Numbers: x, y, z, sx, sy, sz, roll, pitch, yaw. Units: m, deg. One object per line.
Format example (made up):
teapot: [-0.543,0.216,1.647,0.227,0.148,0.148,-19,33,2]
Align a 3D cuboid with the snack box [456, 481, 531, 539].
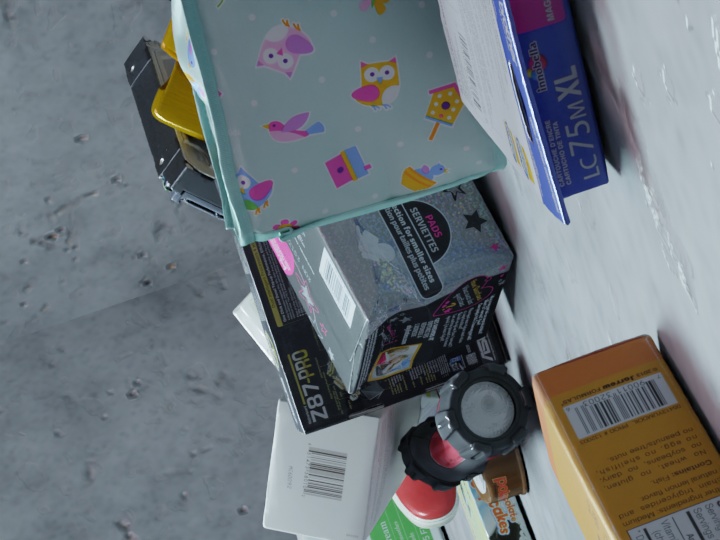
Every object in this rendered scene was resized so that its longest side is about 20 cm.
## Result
snack box: [0.126,0.245,1.903,0.116,0.037,0.201,82,169,-65]

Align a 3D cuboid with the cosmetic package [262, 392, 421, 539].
cosmetic package: [-0.009,0.131,1.784,0.200,0.084,0.108,-45,-36,-75]

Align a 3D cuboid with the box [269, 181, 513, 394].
box: [0.004,-0.045,1.527,0.201,0.114,0.132,61,163,20]

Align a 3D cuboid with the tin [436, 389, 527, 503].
tin: [0.084,0.093,1.830,0.112,0.042,0.201,86,165,-57]

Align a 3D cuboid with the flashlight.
flashlight: [0.070,0.119,1.669,0.200,0.068,0.068,133,116,-71]

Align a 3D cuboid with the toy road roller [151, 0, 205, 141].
toy road roller: [-0.092,-0.176,1.774,0.200,0.122,0.147,-47,-19,-76]

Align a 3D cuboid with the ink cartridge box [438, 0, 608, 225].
ink cartridge box: [0.073,-0.111,1.097,0.200,0.042,0.120,-112,5,-66]

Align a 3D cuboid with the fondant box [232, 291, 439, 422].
fondant box: [-0.009,0.076,1.999,0.144,0.058,0.200,50,-164,20]

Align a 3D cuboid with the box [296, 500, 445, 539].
box: [0.026,0.374,2.802,0.200,0.170,0.200,79,171,-60]

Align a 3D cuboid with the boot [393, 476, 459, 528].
boot: [0.048,0.149,2.304,0.145,0.072,0.201,80,174,-54]

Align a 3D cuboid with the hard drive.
hard drive: [-0.110,-0.101,1.836,0.139,0.038,0.200,25,-154,-30]

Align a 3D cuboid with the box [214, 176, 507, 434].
box: [0.000,0.000,1.657,0.049,0.160,0.201,166,84,-81]

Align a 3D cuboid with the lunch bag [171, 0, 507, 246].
lunch bag: [-0.017,-0.127,1.281,0.122,0.169,0.201,-133,27,-76]

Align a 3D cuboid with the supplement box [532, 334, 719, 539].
supplement box: [0.142,0.121,1.037,0.201,0.068,0.067,-111,4,-49]
